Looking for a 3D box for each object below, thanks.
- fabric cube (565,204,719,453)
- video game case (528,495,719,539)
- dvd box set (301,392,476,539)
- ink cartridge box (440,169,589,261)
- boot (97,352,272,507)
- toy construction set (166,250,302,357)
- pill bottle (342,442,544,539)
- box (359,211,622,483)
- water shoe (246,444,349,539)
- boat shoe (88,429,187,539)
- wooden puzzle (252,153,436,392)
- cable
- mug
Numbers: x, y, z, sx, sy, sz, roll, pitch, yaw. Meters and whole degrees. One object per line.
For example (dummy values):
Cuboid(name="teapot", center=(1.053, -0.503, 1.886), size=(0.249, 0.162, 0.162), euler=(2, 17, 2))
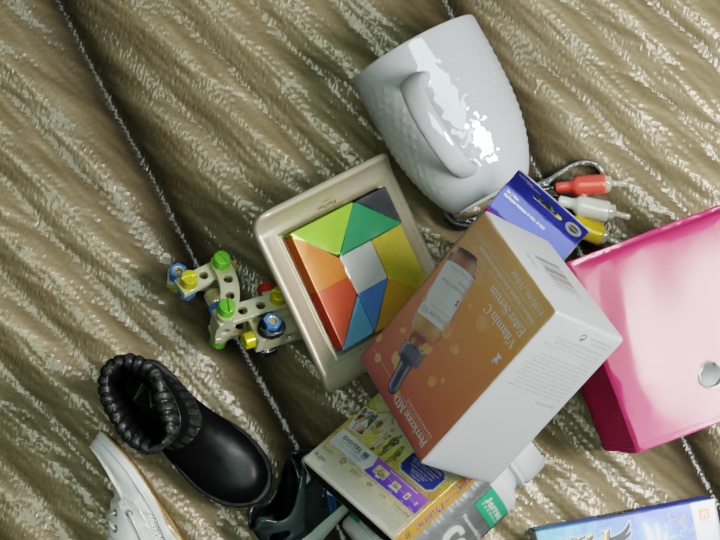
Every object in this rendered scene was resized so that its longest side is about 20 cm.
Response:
Cuboid(name="fabric cube", center=(0.319, 0.060, 1.661), size=(0.195, 0.200, 0.200), euler=(-19, 86, -3))
Cuboid(name="video game case", center=(0.293, 0.346, 1.714), size=(0.199, 0.045, 0.182), euler=(-10, 85, -3))
Cuboid(name="dvd box set", center=(0.060, 0.173, 1.632), size=(0.200, 0.029, 0.146), euler=(-40, 51, -19))
Cuboid(name="ink cartridge box", center=(0.156, -0.024, 1.661), size=(0.095, 0.200, 0.037), euler=(41, 61, 3))
Cuboid(name="boot", center=(-0.179, 0.168, 1.647), size=(0.211, 0.158, 0.080), euler=(39, 85, 0))
Cuboid(name="toy construction set", center=(-0.095, 0.017, 1.705), size=(0.199, 0.092, 0.131), euler=(-23, 62, -12))
Cuboid(name="pill bottle", center=(0.088, 0.236, 1.675), size=(0.200, 0.113, 0.113), euler=(-43, 88, -9))
Cuboid(name="box", center=(0.121, 0.075, 1.544), size=(0.200, 0.106, 0.153), euler=(-50, 45, 18))
Cuboid(name="water shoe", center=(-0.035, 0.210, 1.683), size=(0.079, 0.071, 0.200), euler=(42, 84, -32))
Cuboid(name="boat shoe", center=(-0.234, 0.262, 1.680), size=(0.069, 0.071, 0.201), euler=(-32, 89, -7))
Cuboid(name="wooden puzzle", center=(0.000, 0.000, 1.679), size=(0.185, 0.037, 0.201), euler=(-28, 101, -32))
Cuboid(name="cable", center=(0.191, -0.081, 1.741), size=(0.199, 0.050, 0.098), euler=(6, 80, -2))
Cuboid(name="mug", center=(0.090, -0.153, 1.668), size=(0.147, 0.200, 0.176), euler=(-29, 88, 15))
